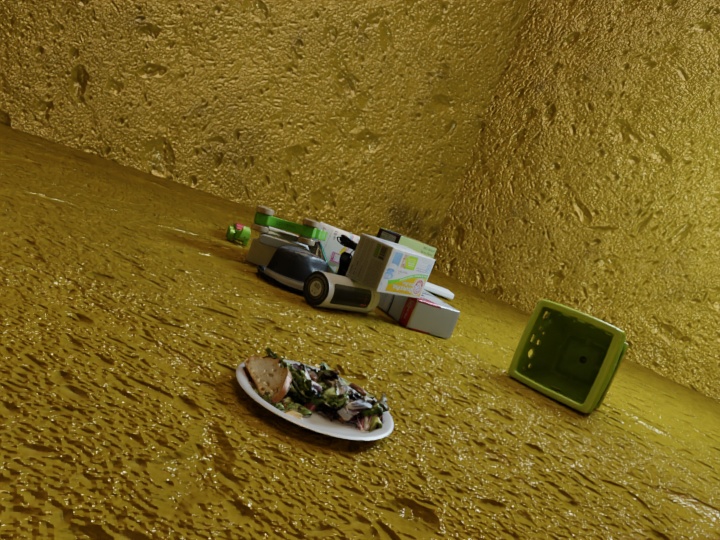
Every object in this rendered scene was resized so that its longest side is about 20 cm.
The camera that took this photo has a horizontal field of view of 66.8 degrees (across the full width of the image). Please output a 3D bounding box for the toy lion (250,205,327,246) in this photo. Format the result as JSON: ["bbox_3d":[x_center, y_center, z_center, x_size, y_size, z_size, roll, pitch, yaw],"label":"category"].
[{"bbox_3d":[-0.189,-0.119,1.491,0.200,0.069,0.192,15,3,-7],"label":"toy lion"}]

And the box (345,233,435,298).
[{"bbox_3d":[0.077,-0.007,1.325,0.101,0.113,0.200,27,10,36],"label":"box"}]

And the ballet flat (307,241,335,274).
[{"bbox_3d":[-0.110,0.000,1.487,0.200,0.072,0.068,61,-4,38],"label":"ballet flat"}]

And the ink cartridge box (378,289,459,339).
[{"bbox_3d":[0.150,0.100,1.487,0.145,0.084,0.200,16,9,-28],"label":"ink cartridge box"}]

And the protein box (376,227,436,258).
[{"bbox_3d":[0.147,-0.032,2.080,0.198,0.200,0.135,16,8,-39],"label":"protein box"}]

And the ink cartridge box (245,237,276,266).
[{"bbox_3d":[-0.231,-0.044,1.553,0.116,0.067,0.200,21,7,7],"label":"ink cartridge box"}]

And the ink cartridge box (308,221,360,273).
[{"bbox_3d":[-0.058,-0.035,1.610,0.200,0.145,0.085,20,-27,1],"label":"ink cartridge box"}]

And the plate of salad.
[{"bbox_3d":[-0.050,0.141,0.656,0.200,0.048,0.200,20,6,-2],"label":"plate of salad"}]

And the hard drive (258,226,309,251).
[{"bbox_3d":[-0.214,-0.084,1.508,0.132,0.026,0.200,17,9,-13],"label":"hard drive"}]

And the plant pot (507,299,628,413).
[{"bbox_3d":[0.495,0.203,1.270,0.200,0.199,0.181,25,2,39],"label":"plant pot"}]

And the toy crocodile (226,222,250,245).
[{"bbox_3d":[-0.389,-0.124,1.751,0.067,0.062,0.200,19,6,-19],"label":"toy crocodile"}]

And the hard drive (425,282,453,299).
[{"bbox_3d":[0.306,0.074,2.425,0.200,0.026,0.132,20,6,-6],"label":"hard drive"}]

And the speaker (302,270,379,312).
[{"bbox_3d":[-0.041,0.053,1.290,0.081,0.081,0.200,26,7,37],"label":"speaker"}]

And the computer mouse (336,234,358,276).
[{"bbox_3d":[0.000,0.000,1.449,0.140,0.200,0.046,29,47,27],"label":"computer mouse"}]

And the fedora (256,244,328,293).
[{"bbox_3d":[-0.152,-0.005,1.358,0.200,0.092,0.201,21,7,-3],"label":"fedora"}]
